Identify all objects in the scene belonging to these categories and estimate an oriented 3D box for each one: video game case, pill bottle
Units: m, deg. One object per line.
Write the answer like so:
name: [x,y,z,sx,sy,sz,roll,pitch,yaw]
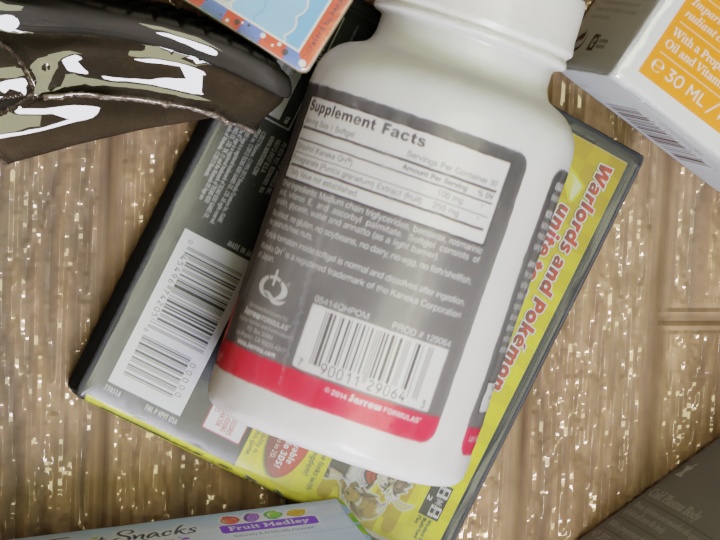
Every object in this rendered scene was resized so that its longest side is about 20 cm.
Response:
video game case: [0.000,0.000,1.138,0.180,0.025,0.201,27,89,-18]
pill bottle: [0.020,-0.024,1.068,0.110,0.111,0.201,18,92,-18]

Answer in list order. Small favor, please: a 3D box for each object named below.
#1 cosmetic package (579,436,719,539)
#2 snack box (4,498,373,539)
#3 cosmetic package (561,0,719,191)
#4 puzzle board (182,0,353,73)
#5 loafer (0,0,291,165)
cosmetic package: [0.208,0.103,1.174,0.200,0.107,0.090,-38,106,-10]
snack box: [-0.094,0.177,1.109,0.199,0.053,0.143,-6,111,-16]
cosmetic package: [0.185,-0.139,1.148,0.101,0.071,0.200,34,87,-18]
puzzle board: [-0.033,-0.201,1.067,0.150,0.017,0.200,31,85,3]
loafer: [-0.127,-0.077,1.067,0.199,0.073,0.072,10,99,-7]
